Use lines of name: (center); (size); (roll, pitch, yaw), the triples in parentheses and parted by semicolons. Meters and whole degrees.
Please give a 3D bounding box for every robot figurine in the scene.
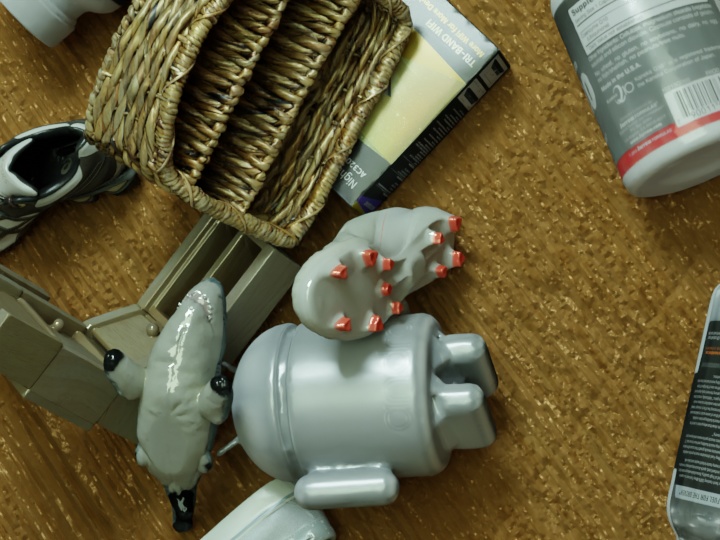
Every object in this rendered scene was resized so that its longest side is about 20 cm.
robot figurine: (-0.005, 0.090, 1.277); (0.199, 0.113, 0.170); (-5, 51, 13)

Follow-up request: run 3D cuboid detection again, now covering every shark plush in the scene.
shark plush: (-0.113, 0.108, 1.286); (0.090, 0.083, 0.201); (2, 123, 16)

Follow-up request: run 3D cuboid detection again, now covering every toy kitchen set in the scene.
toy kitchen set: (-0.194, -0.006, 1.307); (0.181, 0.200, 0.163); (-52, 49, 2)

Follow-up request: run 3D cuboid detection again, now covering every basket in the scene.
basket: (-0.078, -0.138, 1.262); (0.149, 0.143, 0.201); (31, 93, 19)

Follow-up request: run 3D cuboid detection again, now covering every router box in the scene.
router box: (-0.014, -0.165, 1.350); (0.200, 0.052, 0.157); (44, 95, 17)

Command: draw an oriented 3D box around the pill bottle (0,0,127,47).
pill bottle: (-0.192, -0.269, 1.380); (0.200, 0.116, 0.116); (-40, 74, 6)

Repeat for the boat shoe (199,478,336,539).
boat shoe: (-0.101, 0.237, 1.301); (0.201, 0.070, 0.072); (-44, 68, 1)

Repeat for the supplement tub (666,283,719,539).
supplement tub: (0.272, 0.115, 1.196); (0.122, 0.123, 0.201); (13, 85, 16)

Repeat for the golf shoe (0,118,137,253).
golf shoe: (-0.270, -0.067, 1.382); (0.199, 0.094, 0.078); (-27, 77, 11)

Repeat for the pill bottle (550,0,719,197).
pill bottle: (0.200, -0.163, 1.263); (0.113, 0.114, 0.201); (-23, 76, 10)

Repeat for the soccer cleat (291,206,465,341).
soccer cleat: (0.000, 0.000, 1.257); (0.077, 0.200, 0.070); (5, 108, 30)
